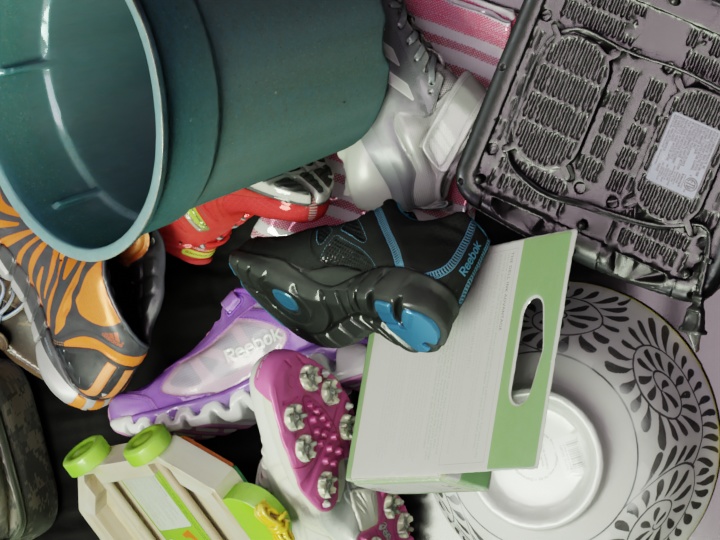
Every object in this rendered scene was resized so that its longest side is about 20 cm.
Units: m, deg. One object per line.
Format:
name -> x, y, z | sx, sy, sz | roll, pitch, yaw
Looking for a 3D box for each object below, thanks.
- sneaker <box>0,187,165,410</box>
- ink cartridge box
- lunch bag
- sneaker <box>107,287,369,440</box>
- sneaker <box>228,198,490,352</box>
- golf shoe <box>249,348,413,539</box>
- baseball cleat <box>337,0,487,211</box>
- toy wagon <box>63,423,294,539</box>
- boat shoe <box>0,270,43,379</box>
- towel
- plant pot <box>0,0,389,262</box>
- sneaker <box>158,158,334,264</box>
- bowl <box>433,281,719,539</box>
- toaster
sneaker -> -0.182, -0.019, 1.559 | 0.112, 0.077, 0.201 | -45, 65, 39
ink cartridge box -> 0.071, 0.058, 1.427 | 0.200, 0.048, 0.146 | -9, 67, 54
lunch bag -> -0.328, 0.148, 1.605 | 0.199, 0.168, 0.140 | -13, 90, 19
sneaker -> -0.077, 0.056, 1.566 | 0.199, 0.080, 0.089 | -19, 80, 17
sneaker -> 0.000, 0.000, 1.460 | 0.199, 0.073, 0.082 | 9, 57, 47
golf shoe -> -0.039, 0.129, 1.518 | 0.091, 0.075, 0.201 | 3, 134, 33
baseball cleat -> 0.029, -0.137, 1.492 | 0.106, 0.070, 0.201 | -1, 104, 16
toy wagon -> -0.103, 0.166, 1.545 | 0.199, 0.040, 0.156 | -14, 117, 48
boat shoe -> -0.250, 0.019, 1.618 | 0.200, 0.072, 0.072 | 37, 105, 12
towel -> 0.015, -0.089, 1.543 | 0.146, 0.030, 0.201 | 18, 100, 17
plant pot -> -0.100, -0.125, 1.418 | 0.200, 0.195, 0.202 | 22, 120, 45
sneaker -> -0.095, -0.045, 1.556 | 0.199, 0.077, 0.086 | 10, 109, 39
bowl -> 0.119, 0.112, 1.491 | 0.199, 0.094, 0.202 | 2, 96, 19
toaster -> 0.171, -0.083, 1.444 | 0.180, 0.119, 0.201 | 24, 101, 16
